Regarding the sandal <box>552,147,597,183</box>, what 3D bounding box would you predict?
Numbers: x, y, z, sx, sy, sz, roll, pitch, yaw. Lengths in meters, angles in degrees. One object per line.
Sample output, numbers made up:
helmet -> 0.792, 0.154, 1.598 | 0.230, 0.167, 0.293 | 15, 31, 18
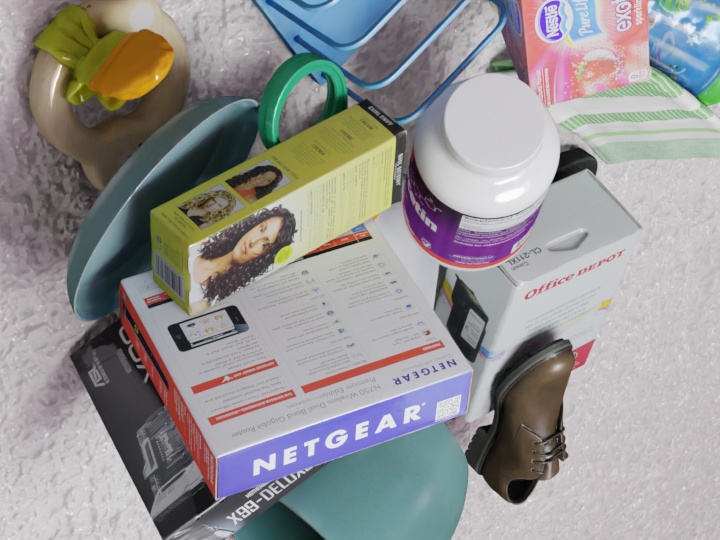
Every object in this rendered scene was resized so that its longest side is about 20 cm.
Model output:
sandal -> 0.135, -0.073, 1.695 | 0.200, 0.048, 0.076 | -12, 129, -52

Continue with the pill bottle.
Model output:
pill bottle -> 0.093, -0.079, 1.501 | 0.112, 0.113, 0.200 | -39, 167, -14

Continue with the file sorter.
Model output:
file sorter -> 0.000, -0.224, 1.413 | 0.139, 0.123, 0.200 | -46, 138, -5

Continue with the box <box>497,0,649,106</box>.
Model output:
box -> 0.155, -0.226, 1.444 | 0.102, 0.095, 0.200 | -14, 145, -2

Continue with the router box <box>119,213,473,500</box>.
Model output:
router box -> -0.049, 0.054, 1.377 | 0.199, 0.180, 0.049 | -17, 140, -19

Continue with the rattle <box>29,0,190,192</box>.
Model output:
rattle -> -0.144, -0.093, 1.370 | 0.130, 0.142, 0.201 | -40, 133, -40

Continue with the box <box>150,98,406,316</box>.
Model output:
box -> -0.057, -0.047, 1.388 | 0.200, 0.050, 0.075 | -31, 145, -28

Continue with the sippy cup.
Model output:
sippy cup -> 0.263, -0.225, 1.622 | 0.130, 0.140, 0.178 | 20, 114, -12

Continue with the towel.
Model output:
towel -> 0.223, -0.137, 1.654 | 0.200, 0.152, 0.023 | 29, 68, -47

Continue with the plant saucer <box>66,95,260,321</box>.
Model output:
plant saucer -> -0.145, -0.050, 1.376 | 0.200, 0.027, 0.200 | -49, 169, -12

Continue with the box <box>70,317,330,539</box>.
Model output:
box -> -0.114, 0.095, 1.452 | 0.157, 0.200, 0.050 | -36, 142, 4

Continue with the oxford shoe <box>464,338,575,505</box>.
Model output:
oxford shoe -> 0.159, 0.136, 1.700 | 0.072, 0.085, 0.200 | -22, 148, -28

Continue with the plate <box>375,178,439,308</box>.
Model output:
plate -> 0.000, 0.000, 1.567 | 0.200, 0.032, 0.201 | 43, 47, -48

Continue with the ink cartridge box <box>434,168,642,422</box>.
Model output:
ink cartridge box -> 0.147, 0.022, 1.693 | 0.145, 0.083, 0.200 | -23, 149, -28

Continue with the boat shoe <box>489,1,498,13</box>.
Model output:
boat shoe -> 0.115, -0.259, 1.527 | 0.074, 0.069, 0.200 | -50, 138, -2

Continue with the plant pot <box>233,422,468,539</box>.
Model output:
plant pot -> -0.004, 0.190, 1.646 | 0.161, 0.200, 0.201 | -46, 139, -24

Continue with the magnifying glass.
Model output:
magnifying glass -> -0.025, -0.092, 1.454 | 0.080, 0.022, 0.200 | -54, 147, -13
